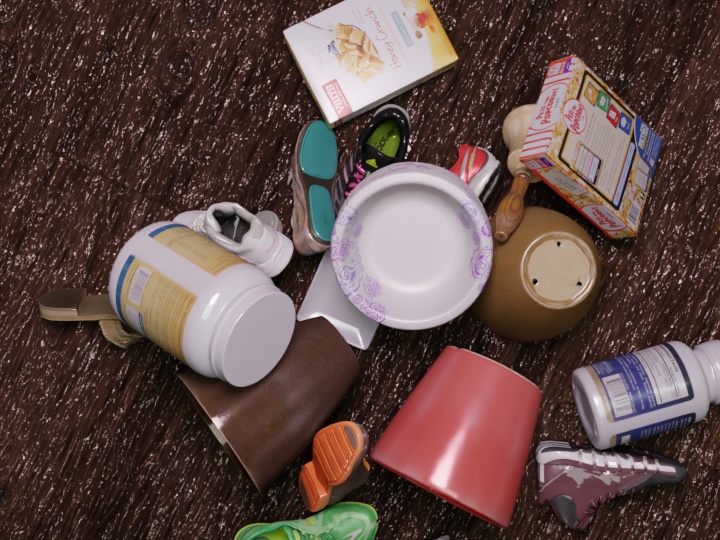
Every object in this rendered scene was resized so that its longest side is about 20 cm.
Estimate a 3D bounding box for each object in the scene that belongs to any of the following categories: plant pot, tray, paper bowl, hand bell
[{"bbox_3d":[0.135,0.207,1.334,0.199,0.200,0.178,27,80,0],"label":"plant pot"},{"bbox_3d":[-0.104,0.153,1.340,0.199,0.187,0.188,-36,89,-14],"label":"plant pot"},{"bbox_3d":[0.000,0.000,1.382,0.107,0.022,0.201,24,109,-2],"label":"tray"},{"bbox_3d":[0.066,-0.036,1.296,0.199,0.104,0.202,2,107,6],"label":"paper bowl"},{"bbox_3d":[0.206,-0.110,1.328,0.104,0.104,0.201,26,53,0],"label":"hand bell"},{"bbox_3d":[0.232,0.001,1.327,0.185,0.200,0.188,0,88,0],"label":"plant pot"}]

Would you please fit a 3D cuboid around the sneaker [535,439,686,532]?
[{"bbox_3d":[0.332,0.297,1.391,0.198,0.076,0.117,6,94,10],"label":"sneaker"}]

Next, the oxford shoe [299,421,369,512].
[{"bbox_3d":[-0.021,0.243,1.330,0.072,0.200,0.072,-11,63,-28],"label":"oxford shoe"}]

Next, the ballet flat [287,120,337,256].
[{"bbox_3d":[-0.070,-0.108,1.381,0.068,0.067,0.201,20,54,-29],"label":"ballet flat"}]

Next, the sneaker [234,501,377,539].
[{"bbox_3d":[-0.071,0.361,1.370,0.198,0.084,0.075,-13,88,-2],"label":"sneaker"}]

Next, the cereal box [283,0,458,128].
[{"bbox_3d":[0.013,-0.301,1.402,0.199,0.040,0.145,-28,86,-5],"label":"cereal box"}]

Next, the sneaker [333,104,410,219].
[{"bbox_3d":[0.012,-0.134,1.381,0.073,0.087,0.201,25,89,0],"label":"sneaker"}]

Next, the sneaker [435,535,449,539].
[{"bbox_3d":[0.150,0.443,1.379,0.092,0.076,0.200,-42,91,-6],"label":"sneaker"}]

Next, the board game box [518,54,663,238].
[{"bbox_3d":[0.303,-0.157,1.340,0.200,0.046,0.152,35,66,-31],"label":"board game box"}]

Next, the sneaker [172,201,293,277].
[{"bbox_3d":[-0.181,-0.058,1.339,0.199,0.099,0.078,11,63,35],"label":"sneaker"}]

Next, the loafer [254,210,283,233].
[{"bbox_3d":[-0.162,0.015,1.392,0.072,0.063,0.201,22,75,39],"label":"loafer"}]

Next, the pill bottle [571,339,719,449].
[{"bbox_3d":[0.391,0.158,1.369,0.198,0.111,0.112,-15,89,-2],"label":"pill bottle"}]

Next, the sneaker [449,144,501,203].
[{"bbox_3d":[0.110,-0.081,1.401,0.085,0.077,0.201,35,87,20],"label":"sneaker"}]

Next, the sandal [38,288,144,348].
[{"bbox_3d":[-0.326,0.070,1.393,0.210,0.078,0.070,3,120,6],"label":"sandal"}]

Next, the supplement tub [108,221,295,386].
[{"bbox_3d":[-0.191,0.040,1.250,0.199,0.145,0.145,29,88,30],"label":"supplement tub"}]
